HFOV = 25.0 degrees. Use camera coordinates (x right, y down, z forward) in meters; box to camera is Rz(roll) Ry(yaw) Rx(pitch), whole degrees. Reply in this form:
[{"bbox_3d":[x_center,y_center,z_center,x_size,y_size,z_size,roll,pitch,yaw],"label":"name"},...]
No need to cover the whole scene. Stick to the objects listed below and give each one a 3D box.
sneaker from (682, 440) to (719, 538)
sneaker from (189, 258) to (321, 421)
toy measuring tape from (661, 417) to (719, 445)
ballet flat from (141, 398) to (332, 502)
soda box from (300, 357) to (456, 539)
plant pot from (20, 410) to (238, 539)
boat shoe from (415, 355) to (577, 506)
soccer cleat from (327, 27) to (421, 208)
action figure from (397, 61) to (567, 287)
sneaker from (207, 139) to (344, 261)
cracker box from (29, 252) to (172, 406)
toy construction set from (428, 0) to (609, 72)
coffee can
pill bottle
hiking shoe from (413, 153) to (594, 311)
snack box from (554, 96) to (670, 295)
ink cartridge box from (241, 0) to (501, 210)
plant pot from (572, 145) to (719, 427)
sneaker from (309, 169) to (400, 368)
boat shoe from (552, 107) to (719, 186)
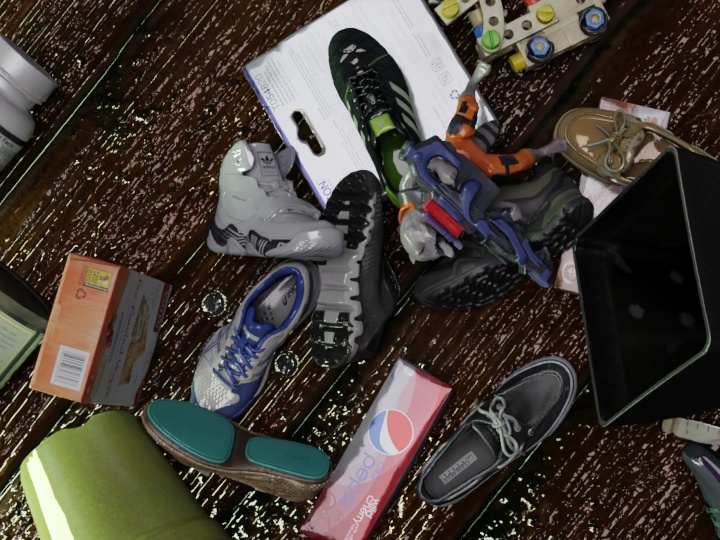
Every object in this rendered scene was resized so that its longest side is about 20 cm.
[{"bbox_3d":[0.364,0.259,1.558,0.088,0.074,0.200,-43,81,7],"label":"sneaker"},{"bbox_3d":[-0.115,0.068,1.637,0.075,0.088,0.200,33,91,8],"label":"sneaker"},{"bbox_3d":[0.394,0.148,1.563,0.200,0.074,0.074,11,86,8],"label":"toy measuring tape"},{"bbox_3d":[-0.128,0.188,1.625,0.200,0.065,0.071,21,46,-2],"label":"ballet flat"},{"bbox_3d":[0.019,0.188,1.614,0.063,0.070,0.200,29,89,9],"label":"soda box"},{"bbox_3d":[-0.240,0.247,1.600,0.200,0.200,0.184,-33,69,4],"label":"plant pot"},{"bbox_3d":[0.133,0.158,1.601,0.199,0.068,0.074,-37,81,3],"label":"boat shoe"},{"bbox_3d":[0.022,-0.154,1.600,0.067,0.081,0.200,-24,82,6],"label":"soccer cleat"},{"bbox_3d":[0.112,-0.072,1.549,0.200,0.105,0.193,49,67,-18],"label":"action figure"},{"bbox_3d":[-0.085,-0.070,1.604,0.075,0.200,0.115,3,91,-36],"label":"sneaker"},{"bbox_3d":[-0.251,0.062,1.600,0.058,0.200,0.134,15,87,8],"label":"cracker box"},{"bbox_3d":[0.177,-0.276,1.630,0.200,0.092,0.131,-28,83,13],"label":"toy construction set"},{"bbox_3d":[-0.427,0.082,1.651,0.146,0.146,0.200,41,91,10],"label":"coffee can"},{"bbox_3d":[-0.412,-0.147,1.689,0.111,0.111,0.200,42,91,10],"label":"pill bottle"},{"bbox_3d":[0.133,-0.037,1.628,0.200,0.076,0.101,-32,57,10],"label":"hiking shoe"},{"bbox_3d":[0.253,-0.070,1.629,0.072,0.024,0.200,14,86,8],"label":"snack box"},{"bbox_3d":[0.011,-0.177,1.666,0.200,0.041,0.200,-30,82,5],"label":"ink cartridge box"},{"bbox_3d":[0.330,0.026,1.505,0.177,0.200,0.200,6,62,-21],"label":"plant pot"},{"bbox_3d":[0.000,0.000,1.629,0.066,0.090,0.200,6,88,37],"label":"sneaker"},{"bbox_3d":[0.285,-0.111,1.584,0.200,0.063,0.073,20,87,7],"label":"boat shoe"}]
